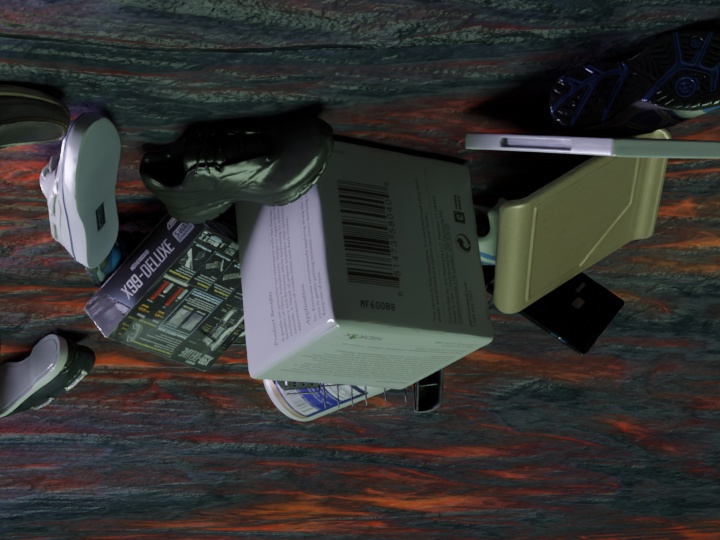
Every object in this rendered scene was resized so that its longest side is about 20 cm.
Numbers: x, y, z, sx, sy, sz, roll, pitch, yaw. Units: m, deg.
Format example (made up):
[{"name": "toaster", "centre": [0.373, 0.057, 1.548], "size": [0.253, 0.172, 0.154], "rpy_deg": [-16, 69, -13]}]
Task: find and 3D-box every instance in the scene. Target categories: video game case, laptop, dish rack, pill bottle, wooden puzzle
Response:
[{"name": "video game case", "centre": [0.215, -0.117, 1.527], "size": [0.143, 0.018, 0.200], "rpy_deg": [-2, -173, -37]}, {"name": "laptop", "centre": [0.170, 0.043, 1.837], "size": [0.103, 0.200, 0.177], "rpy_deg": [-61, 169, 28]}, {"name": "dish rack", "centre": [-0.006, 0.107, 1.877], "size": [0.199, 0.055, 0.154], "rpy_deg": [-4, 141, -2]}, {"name": "pill bottle", "centre": [-0.015, 0.104, 2.015], "size": [0.200, 0.120, 0.120], "rpy_deg": [-24, 153, 36]}, {"name": "wooden puzzle", "centre": [0.224, -0.056, 1.688], "size": [0.200, 0.037, 0.185], "rpy_deg": [-27, 147, -17]}]

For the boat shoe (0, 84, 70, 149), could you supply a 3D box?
[{"name": "boat shoe", "centre": [-0.353, -0.113, 1.423], "size": [0.199, 0.074, 0.075], "rpy_deg": [-4, 158, -9]}]

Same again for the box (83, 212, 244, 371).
[{"name": "box", "centre": [-0.176, 0.020, 1.732], "size": [0.158, 0.050, 0.200], "rpy_deg": [-47, 151, 9]}]

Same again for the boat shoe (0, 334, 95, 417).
[{"name": "boat shoe", "centre": [-0.408, 0.143, 2.048], "size": [0.060, 0.076, 0.200], "rpy_deg": [19, 148, -38]}]

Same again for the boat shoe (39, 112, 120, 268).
[{"name": "boat shoe", "centre": [-0.272, -0.079, 1.539], "size": [0.065, 0.074, 0.200], "rpy_deg": [29, 141, 14]}]

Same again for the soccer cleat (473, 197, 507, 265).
[{"name": "soccer cleat", "centre": [0.111, -0.037, 1.794], "size": [0.200, 0.070, 0.086], "rpy_deg": [-14, 123, 49]}]

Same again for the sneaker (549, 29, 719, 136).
[{"name": "sneaker", "centre": [0.278, -0.169, 1.501], "size": [0.199, 0.076, 0.077], "rpy_deg": [-7, 167, 27]}]

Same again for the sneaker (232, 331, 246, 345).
[{"name": "sneaker", "centre": [-0.084, 0.028, 1.875], "size": [0.199, 0.074, 0.089], "rpy_deg": [-15, 159, -7]}]

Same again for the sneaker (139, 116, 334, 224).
[{"name": "sneaker", "centre": [-0.119, -0.101, 1.537], "size": [0.200, 0.076, 0.091], "rpy_deg": [-19, 150, 23]}]

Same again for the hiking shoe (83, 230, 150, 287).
[{"name": "hiking shoe", "centre": [-0.242, -0.021, 1.720], "size": [0.087, 0.075, 0.200], "rpy_deg": [-27, 160, 3]}]

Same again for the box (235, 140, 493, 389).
[{"name": "box", "centre": [0.000, 0.000, 1.648], "size": [0.200, 0.200, 0.171], "rpy_deg": [8, 154, -34]}]
